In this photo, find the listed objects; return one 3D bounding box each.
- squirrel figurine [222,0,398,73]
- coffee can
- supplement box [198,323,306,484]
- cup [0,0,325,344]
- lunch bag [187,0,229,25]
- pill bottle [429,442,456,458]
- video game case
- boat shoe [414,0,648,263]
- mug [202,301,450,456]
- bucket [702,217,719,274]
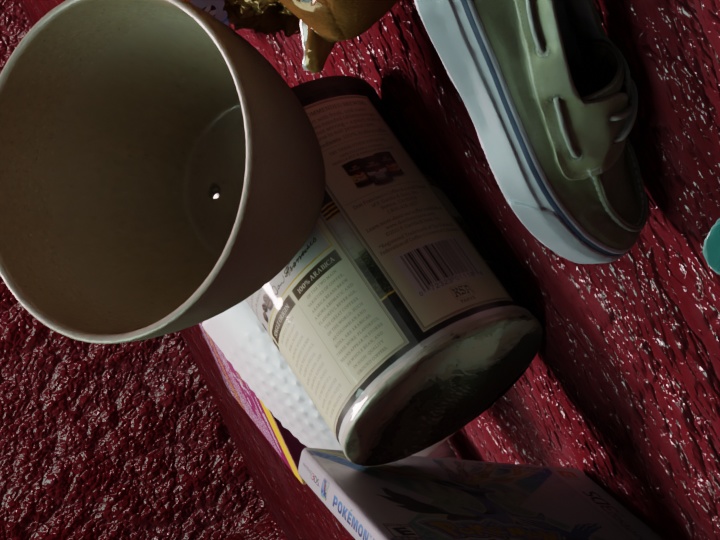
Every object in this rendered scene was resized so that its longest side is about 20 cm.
[{"bbox_3d":[-0.039,-0.195,1.145,0.187,0.142,0.200,47,-178,14],"label":"squirrel figurine"},{"bbox_3d":[0.000,0.000,1.375,0.200,0.146,0.146,56,170,24],"label":"coffee can"},{"bbox_3d":[-0.045,0.077,1.900,0.200,0.131,0.103,42,158,60],"label":"supplement box"},{"bbox_3d":[-0.101,-0.056,1.272,0.143,0.200,0.201,5,-135,-55],"label":"cup"},{"bbox_3d":[-0.179,-0.247,1.646,0.160,0.076,0.200,48,-179,24],"label":"lunch bag"},{"bbox_3d":[0.077,0.236,1.786,0.200,0.113,0.113,56,170,17],"label":"pill bottle"},{"bbox_3d":[0.082,0.153,1.343,0.182,0.199,0.022,-142,60,-66],"label":"video game case"},{"bbox_3d":[0.087,-0.075,0.951,0.062,0.072,0.200,-6,139,31],"label":"boat shoe"},{"bbox_3d":[0.008,0.052,1.575,0.176,0.148,0.200,52,140,1],"label":"mug"},{"bbox_3d":[0.192,0.033,0.508,0.208,0.135,0.207,58,170,16],"label":"bucket"}]
